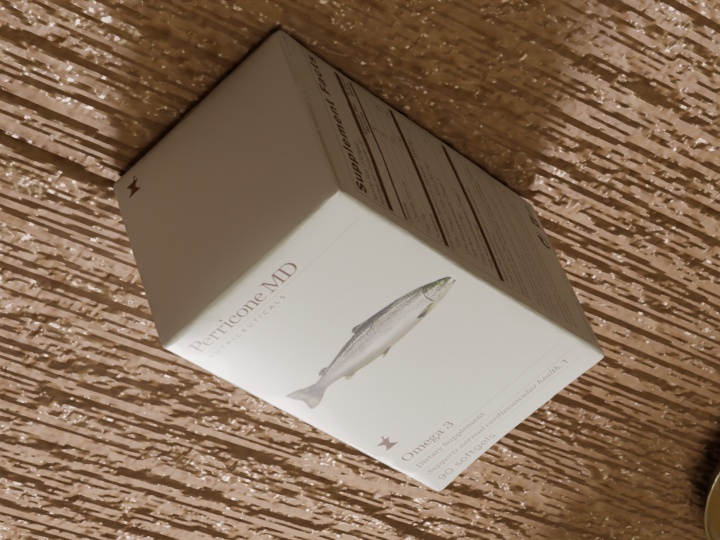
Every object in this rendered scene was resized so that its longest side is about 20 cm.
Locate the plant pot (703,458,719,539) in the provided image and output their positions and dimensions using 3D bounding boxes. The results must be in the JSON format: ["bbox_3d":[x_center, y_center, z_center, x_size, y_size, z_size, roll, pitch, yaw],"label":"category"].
[{"bbox_3d":[0.298,0.115,1.398,0.200,0.028,0.200,-12,137,-11],"label":"plant pot"}]

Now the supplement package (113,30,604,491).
[{"bbox_3d":[0.000,0.000,1.092,0.117,0.117,0.200,-41,134,21],"label":"supplement package"}]
